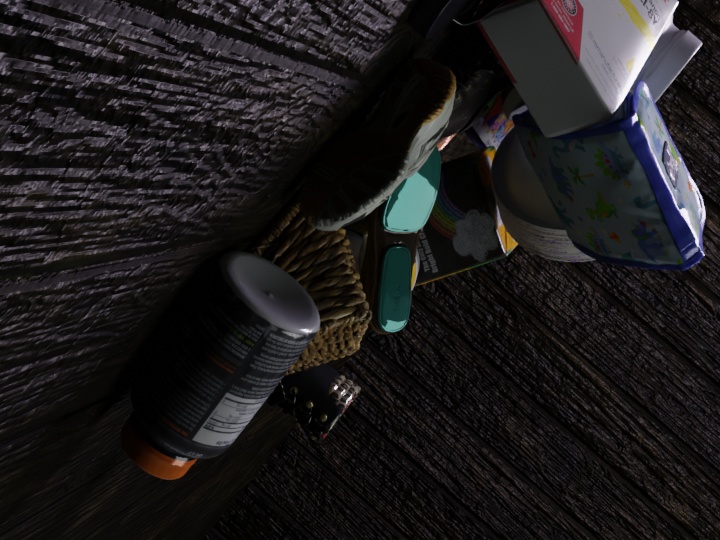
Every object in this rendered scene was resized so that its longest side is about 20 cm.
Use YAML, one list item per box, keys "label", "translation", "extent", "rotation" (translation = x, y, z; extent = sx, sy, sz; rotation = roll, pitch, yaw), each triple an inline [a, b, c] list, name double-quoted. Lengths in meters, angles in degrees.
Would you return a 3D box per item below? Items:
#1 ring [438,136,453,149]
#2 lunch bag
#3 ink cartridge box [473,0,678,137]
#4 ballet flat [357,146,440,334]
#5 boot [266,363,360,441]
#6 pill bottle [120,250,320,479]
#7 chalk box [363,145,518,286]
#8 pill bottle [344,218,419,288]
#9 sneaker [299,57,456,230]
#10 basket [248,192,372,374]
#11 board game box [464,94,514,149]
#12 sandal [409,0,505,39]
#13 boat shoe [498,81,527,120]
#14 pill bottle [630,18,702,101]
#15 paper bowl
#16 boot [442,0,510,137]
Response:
- label: "ring"
  translation: [0.136, -0.219, 1.763]
  extent: [0.201, 0.019, 0.200]
  rotation: [-50, 175, -6]
- label: "lunch bag"
  translation: [0.261, -0.098, 1.370]
  extent: [0.127, 0.171, 0.200]
  rotation: [-33, -160, -2]
- label: "ink cartridge box"
  translation: [0.213, -0.251, 1.319]
  extent: [0.083, 0.146, 0.201]
  rotation: [-13, -148, 44]
- label: "ballet flat"
  translation: [0.028, -0.039, 1.356]
  extent: [0.067, 0.072, 0.202]
  rotation: [1, 104, -34]
- label: "boot"
  translation: [-0.097, 0.129, 1.469]
  extent: [0.074, 0.153, 0.204]
  rotation: [-54, 174, 36]
- label: "pill bottle"
  translation: [-0.130, 0.089, 1.185]
  extent: [0.200, 0.106, 0.106]
  rotation: [-52, 174, 21]
- label: "chalk box"
  translation: [0.084, -0.058, 1.685]
  extent: [0.198, 0.126, 0.124]
  rotation: [-17, -173, 22]
- label: "pill bottle"
  translation: [0.000, 0.000, 1.547]
  extent: [0.113, 0.112, 0.200]
  rotation: [-52, 170, 18]
- label: "sneaker"
  translation: [0.024, -0.099, 1.254]
  extent: [0.200, 0.075, 0.088]
  rotation: [-47, 159, -19]
- label: "basket"
  translation: [-0.080, 0.015, 1.333]
  extent: [0.141, 0.150, 0.200]
  rotation: [-16, 169, -8]
- label: "board game box"
  translation: [0.175, -0.224, 1.679]
  extent: [0.135, 0.045, 0.200]
  rotation: [-52, 162, 3]
- label: "sandal"
  translation: [0.105, -0.243, 1.200]
  extent: [0.200, 0.043, 0.076]
  rotation: [-45, 172, -48]
- label: "boat shoe"
  translation: [0.178, -0.208, 1.499]
  extent: [0.070, 0.064, 0.200]
  rotation: [-34, 179, 10]
- label: "pill bottle"
  translation: [0.275, -0.280, 1.523]
  extent: [0.116, 0.200, 0.116]
  rotation: [-50, 175, -6]
- label: "paper bowl"
  translation: [0.248, -0.117, 1.566]
  extent: [0.201, 0.200, 0.105]
  rotation: [-48, 144, -20]
- label: "boot"
  translation: [0.081, -0.175, 1.372]
  extent: [0.174, 0.069, 0.201]
  rotation: [-35, 159, -44]
